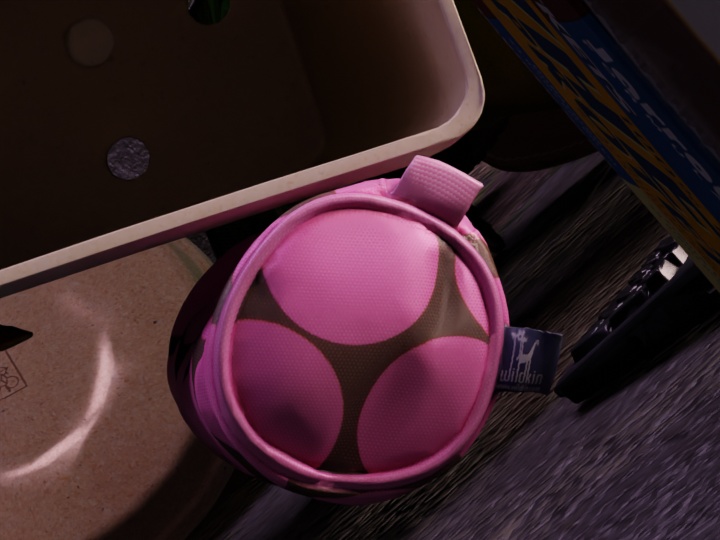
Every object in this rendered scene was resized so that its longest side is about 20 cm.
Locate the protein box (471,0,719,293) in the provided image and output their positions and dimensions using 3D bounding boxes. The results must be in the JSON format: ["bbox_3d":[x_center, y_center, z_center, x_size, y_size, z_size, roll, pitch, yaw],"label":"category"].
[{"bbox_3d":[0.117,-0.093,0.474,0.200,0.135,0.199,-41,5,2],"label":"protein box"}]

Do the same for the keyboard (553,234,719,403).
[{"bbox_3d":[0.112,-0.048,0.702,0.104,0.040,0.200,-38,6,43],"label":"keyboard"}]

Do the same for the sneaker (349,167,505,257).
[{"bbox_3d":[0.000,0.000,1.014,0.079,0.074,0.200,-46,2,19],"label":"sneaker"}]

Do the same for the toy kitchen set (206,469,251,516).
[{"bbox_3d":[-0.128,0.030,1.109,0.200,0.181,0.163,-41,6,7],"label":"toy kitchen set"}]

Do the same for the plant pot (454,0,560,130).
[{"bbox_3d":[0.060,-0.136,0.894,0.200,0.200,0.193,-44,8,-34],"label":"plant pot"}]

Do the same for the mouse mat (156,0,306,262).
[{"bbox_3d":[-0.024,-0.055,1.025,0.008,0.200,0.161,5,51,22],"label":"mouse mat"}]

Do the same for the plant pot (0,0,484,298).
[{"bbox_3d":[-0.089,-0.088,0.822,0.199,0.200,0.177,-18,-9,-3],"label":"plant pot"}]

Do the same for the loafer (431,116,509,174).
[{"bbox_3d":[0.032,-0.127,1.035,0.073,0.071,0.200,-43,28,45],"label":"loafer"}]

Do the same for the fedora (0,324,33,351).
[{"bbox_3d":[-0.183,0.080,0.834,0.200,0.082,0.201,-21,3,1],"label":"fedora"}]

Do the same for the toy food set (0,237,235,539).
[{"bbox_3d":[-0.137,0.053,1.027,0.198,0.200,0.049,-43,-31,-18],"label":"toy food set"}]

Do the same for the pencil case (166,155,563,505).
[{"bbox_3d":[-0.008,0.020,0.793,0.200,0.091,0.094,167,120,-80],"label":"pencil case"}]

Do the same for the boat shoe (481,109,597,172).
[{"bbox_3d":[0.102,-0.088,1.006,0.200,0.072,0.065,-31,9,40],"label":"boat shoe"}]
